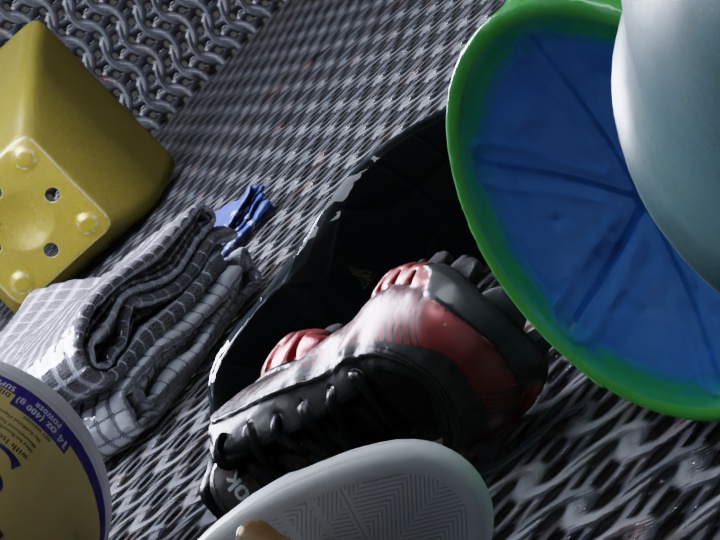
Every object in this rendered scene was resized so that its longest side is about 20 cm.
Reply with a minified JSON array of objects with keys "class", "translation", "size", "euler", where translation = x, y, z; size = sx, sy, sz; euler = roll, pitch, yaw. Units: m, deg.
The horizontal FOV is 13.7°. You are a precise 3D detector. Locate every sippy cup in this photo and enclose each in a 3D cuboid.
[{"class":"sippy cup","translation":[0.116,-0.046,0.873],"size":[0.130,0.140,0.178],"euler":[-35,15,-34]}]

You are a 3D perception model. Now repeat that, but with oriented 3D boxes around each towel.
[{"class":"towel","translation":[-0.160,0.052,1.759],"size":[0.165,0.086,0.200],"euler":[-36,11,34]},{"class":"towel","translation":[-0.148,0.021,2.065],"size":[0.200,0.024,0.145],"euler":[-46,8,-19]}]

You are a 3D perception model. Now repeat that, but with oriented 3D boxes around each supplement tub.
[{"class":"supplement tub","translation":[-0.208,0.140,1.341],"size":[0.145,0.145,0.200],"euler":[-38,10,28]}]

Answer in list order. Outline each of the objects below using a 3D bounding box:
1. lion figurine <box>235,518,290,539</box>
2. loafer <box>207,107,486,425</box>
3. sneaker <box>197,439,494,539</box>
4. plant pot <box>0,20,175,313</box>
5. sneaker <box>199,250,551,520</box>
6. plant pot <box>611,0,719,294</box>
[{"class":"lion figurine","translation":[-0.053,0.163,0.821],"size":[0.122,0.072,0.200],"euler":[-29,27,42]},{"class":"loafer","translation":[0.000,0.000,1.344],"size":[0.200,0.073,0.072],"euler":[-44,4,-16]},{"class":"sneaker","translation":[-0.041,0.111,0.959],"size":[0.200,0.073,0.112],"euler":[-42,10,12]},{"class":"plant pot","translation":[-0.300,-0.074,2.694],"size":[0.194,0.196,0.200],"euler":[-41,15,10]},{"class":"sneaker","translation":[-0.001,0.056,1.069],"size":[0.098,0.071,0.200],"euler":[-47,7,-27]},{"class":"plant pot","translation":[0.145,-0.069,0.676],"size":[0.200,0.200,0.188],"euler":[-46,-6,-23]}]
